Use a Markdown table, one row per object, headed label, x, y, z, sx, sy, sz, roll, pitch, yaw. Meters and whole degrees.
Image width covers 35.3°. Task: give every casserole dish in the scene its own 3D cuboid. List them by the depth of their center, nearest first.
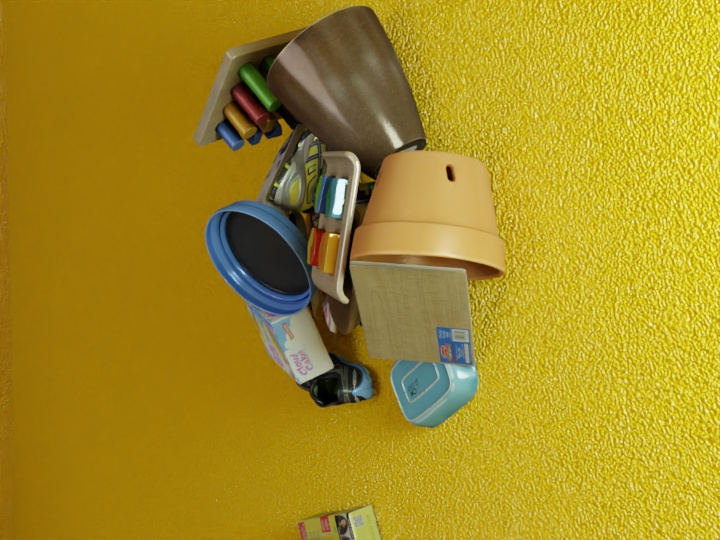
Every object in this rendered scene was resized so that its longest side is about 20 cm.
| label | x | y | z | sx | sy | sz | roll | pitch | yaw |
| --- | --- | --- | --- | --- | --- | --- | --- | --- | --- |
| casserole dish | 0.099 | 0.154 | 1.635 | 0.200 | 0.039 | 0.122 | -49 | 56 | 52 |

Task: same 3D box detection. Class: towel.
| label | x | y | z | sx | sy | sz | roll | pitch | yaw |
| --- | --- | --- | --- | --- | --- | --- | --- | --- | --- |
| towel | -0.062 | -0.019 | 1.771 | 0.147 | 0.030 | 0.200 | 87 | 172 | -47 |

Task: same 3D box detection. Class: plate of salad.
| label | x | y | z | sx | sy | sz | roll | pitch | yaw |
| --- | --- | --- | --- | --- | --- | --- | --- | --- | --- |
| plate of salad | -0.103 | -0.016 | 1.841 | 0.200 | 0.048 | 0.201 | 169 | 90 | -87 |

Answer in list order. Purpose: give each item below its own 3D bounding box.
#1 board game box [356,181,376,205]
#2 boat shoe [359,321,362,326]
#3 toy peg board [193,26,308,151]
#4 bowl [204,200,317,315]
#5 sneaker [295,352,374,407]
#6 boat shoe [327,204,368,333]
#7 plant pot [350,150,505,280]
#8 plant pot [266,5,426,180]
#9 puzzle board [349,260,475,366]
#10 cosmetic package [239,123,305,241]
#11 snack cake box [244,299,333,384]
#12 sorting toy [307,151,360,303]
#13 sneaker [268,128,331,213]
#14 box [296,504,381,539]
| label | x | y | z | sx | sy | sz | roll | pitch | yaw |
| --- | --- | --- | --- | --- | --- | --- | --- | --- | --- |
| board game box | 0.025 | -0.050 | 1.686 | 0.200 | 0.057 | 0.166 | -2 | 98 | 59 |
| boat shoe | 0.050 | 0.074 | 1.650 | 0.200 | 0.074 | 0.062 | -18 | 93 | 66 |
| toy peg board | -0.133 | -0.263 | 1.769 | 0.098 | 0.200 | 0.199 | 51 | 140 | 17 |
| bowl | -0.148 | -0.021 | 1.734 | 0.200 | 0.039 | 0.201 | 24 | 139 | 22 |
| sneaker | -0.057 | 0.179 | 1.849 | 0.199 | 0.082 | 0.071 | 7 | 108 | 59 |
| boat shoe | 0.000 | 0.000 | 1.625 | 0.071 | 0.064 | 0.201 | 42 | 132 | 44 |
| plant pot | 0.092 | -0.071 | 1.464 | 0.200 | 0.199 | 0.141 | -8 | 74 | 58 |
| plant pot | 0.000 | -0.232 | 1.590 | 0.200 | 0.187 | 0.187 | 55 | 142 | 13 |
| puzzle board | 0.072 | 0.057 | 1.498 | 0.200 | 0.150 | 0.017 | 78 | -159 | -49 |
| cosmetic package | -0.127 | -0.134 | 1.805 | 0.083 | 0.051 | 0.200 | -48 | 18 | 53 |
| snack cake box | -0.121 | 0.103 | 1.876 | 0.115 | 0.067 | 0.200 | 68 | 167 | -16 |
| sorting toy | -0.042 | -0.064 | 1.557 | 0.185 | 0.036 | 0.201 | -156 | 70 | -76 |
| sneaker | -0.064 | -0.178 | 1.738 | 0.200 | 0.076 | 0.075 | -60 | 7 | -5 |
| box | -0.038 | 0.445 | 1.917 | 0.200 | 0.050 | 0.076 | -26 | 77 | 58 |
